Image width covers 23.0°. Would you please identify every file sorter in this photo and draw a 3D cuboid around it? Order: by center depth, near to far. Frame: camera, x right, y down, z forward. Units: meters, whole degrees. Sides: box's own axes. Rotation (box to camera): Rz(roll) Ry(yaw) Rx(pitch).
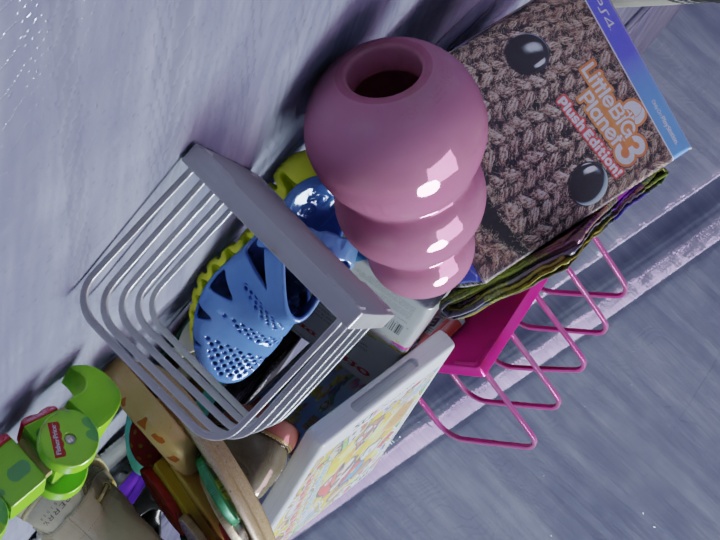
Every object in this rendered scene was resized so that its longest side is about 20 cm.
[{"bbox_3d":[-0.076,0.022,1.111,0.125,0.139,0.200,-46,174,3],"label":"file sorter"},{"bbox_3d":[0.140,0.051,1.647,0.138,0.126,0.201,2,-132,49],"label":"file sorter"}]

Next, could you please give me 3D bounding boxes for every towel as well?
[{"bbox_3d":[0.154,-0.024,1.395,0.143,0.023,0.200,-29,-175,38],"label":"towel"}]

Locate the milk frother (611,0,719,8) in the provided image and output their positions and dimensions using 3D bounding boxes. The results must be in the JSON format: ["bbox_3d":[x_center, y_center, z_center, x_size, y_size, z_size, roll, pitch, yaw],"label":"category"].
[{"bbox_3d":[0.227,-0.310,1.362,0.187,0.179,0.202,9,-95,57],"label":"milk frother"}]

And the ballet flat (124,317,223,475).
[{"bbox_3d":[-0.140,0.079,1.402,0.201,0.067,0.070,-51,150,13],"label":"ballet flat"}]

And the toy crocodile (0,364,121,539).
[{"bbox_3d":[-0.226,0.134,1.115,0.200,0.062,0.068,-41,171,-29],"label":"toy crocodile"}]

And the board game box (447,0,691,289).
[{"bbox_3d":[0.120,-0.106,1.347,0.199,0.160,0.097,-33,-174,-14],"label":"board game box"}]

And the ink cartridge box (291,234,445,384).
[{"bbox_3d":[0.000,0.000,1.477,0.085,0.144,0.200,-52,176,-26],"label":"ink cartridge box"}]

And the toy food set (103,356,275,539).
[{"bbox_3d":[-0.125,0.155,1.302,0.048,0.199,0.200,-32,172,-16],"label":"toy food set"}]

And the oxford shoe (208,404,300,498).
[{"bbox_3d":[-0.120,0.158,1.445,0.200,0.070,0.075,-25,-142,63],"label":"oxford shoe"}]

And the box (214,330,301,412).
[{"bbox_3d":[-0.137,0.131,1.642,0.143,0.036,0.200,-54,174,39],"label":"box"}]

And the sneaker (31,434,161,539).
[{"bbox_3d":[-0.226,0.244,1.541,0.201,0.099,0.070,-52,171,18],"label":"sneaker"}]

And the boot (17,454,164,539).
[{"bbox_3d":[-0.187,0.213,1.371,0.073,0.155,0.200,-48,174,-6],"label":"boot"}]

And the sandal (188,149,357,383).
[{"bbox_3d":[-0.062,0.010,1.295,0.079,0.087,0.201,11,124,-32],"label":"sandal"}]

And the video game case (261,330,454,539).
[{"bbox_3d":[-0.015,0.154,1.498,0.182,0.023,0.201,-34,162,-43],"label":"video game case"}]

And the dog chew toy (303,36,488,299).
[{"bbox_3d":[0.032,-0.060,1.209,0.125,0.124,0.201,-46,143,-29],"label":"dog chew toy"}]

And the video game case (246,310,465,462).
[{"bbox_3d":[-0.011,0.090,1.611,0.200,0.017,0.143,-44,-149,-10],"label":"video game case"}]
